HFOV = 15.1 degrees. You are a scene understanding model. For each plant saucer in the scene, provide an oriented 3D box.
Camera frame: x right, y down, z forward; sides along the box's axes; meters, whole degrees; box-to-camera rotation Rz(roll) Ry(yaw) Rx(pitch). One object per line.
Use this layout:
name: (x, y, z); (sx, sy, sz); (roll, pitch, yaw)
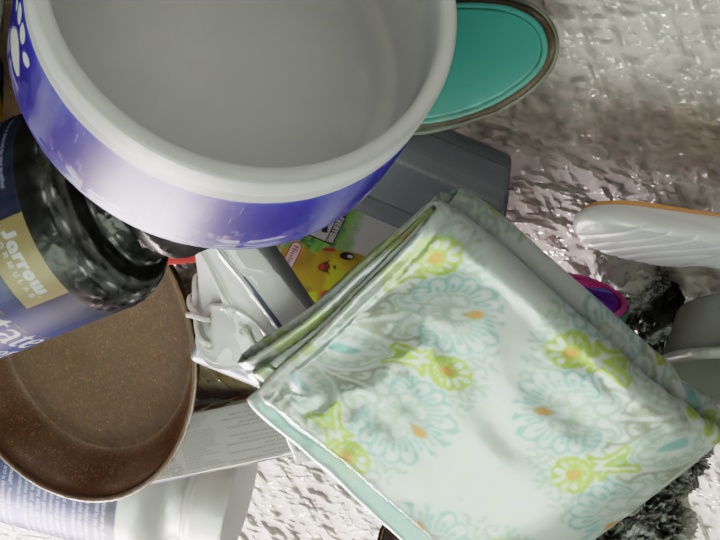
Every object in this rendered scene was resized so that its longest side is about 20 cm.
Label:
plant saucer: (-0.167, 0.038, 1.630); (0.200, 0.037, 0.200); (11, 109, 34)

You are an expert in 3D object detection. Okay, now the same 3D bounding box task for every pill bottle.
pill bottle: (-0.173, 0.124, 1.774); (0.200, 0.111, 0.111); (14, 148, 9)
pill bottle: (-0.168, -0.020, 1.371); (0.200, 0.112, 0.112); (-21, 133, 24)

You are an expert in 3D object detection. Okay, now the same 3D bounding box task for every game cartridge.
game cartridge: (0.000, 0.000, 1.497); (0.133, 0.040, 0.200); (20, 126, -8)

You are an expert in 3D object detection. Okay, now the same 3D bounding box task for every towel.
towel: (0.058, 0.068, 1.389); (0.200, 0.048, 0.171); (40, 124, -14)

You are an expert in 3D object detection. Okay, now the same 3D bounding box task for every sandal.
sandal: (0.210, -0.028, 1.374); (0.207, 0.059, 0.079); (11, 166, -16)

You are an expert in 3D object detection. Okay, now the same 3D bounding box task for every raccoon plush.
raccoon plush: (0.140, 0.092, 1.533); (0.097, 0.134, 0.200); (-2, 143, 32)

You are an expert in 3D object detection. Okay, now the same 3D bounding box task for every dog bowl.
dog bowl: (-0.061, -0.113, 1.264); (0.200, 0.200, 0.079); (23, 150, -6)

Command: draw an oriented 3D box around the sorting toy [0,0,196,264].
sorting toy: (-0.173, -0.067, 1.462); (0.199, 0.070, 0.200); (-5, 146, 2)

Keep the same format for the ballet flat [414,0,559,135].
ballet flat: (0.010, -0.095, 1.385); (0.200, 0.064, 0.067); (-19, 94, 17)

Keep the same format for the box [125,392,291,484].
box: (-0.042, 0.090, 1.650); (0.200, 0.039, 0.041); (-13, 98, 13)

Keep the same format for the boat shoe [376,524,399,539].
boat shoe: (0.063, 0.133, 1.704); (0.070, 0.070, 0.200); (25, 140, -22)

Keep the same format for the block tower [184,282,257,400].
block tower: (-0.052, 0.035, 1.626); (0.200, 0.058, 0.054); (-9, 138, 39)

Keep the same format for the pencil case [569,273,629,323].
pencil case: (0.098, 0.102, 1.483); (0.088, 0.088, 0.200); (8, 112, 17)

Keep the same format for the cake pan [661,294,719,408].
cake pan: (0.252, 0.048, 1.428); (0.200, 0.037, 0.200); (8, 168, 2)

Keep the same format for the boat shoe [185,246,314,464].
boat shoe: (-0.059, 0.027, 1.450); (0.065, 0.074, 0.200); (-32, 117, 3)

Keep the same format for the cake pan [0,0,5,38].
cake pan: (-0.266, -0.134, 1.371); (0.200, 0.200, 0.037); (9, 176, 16)
